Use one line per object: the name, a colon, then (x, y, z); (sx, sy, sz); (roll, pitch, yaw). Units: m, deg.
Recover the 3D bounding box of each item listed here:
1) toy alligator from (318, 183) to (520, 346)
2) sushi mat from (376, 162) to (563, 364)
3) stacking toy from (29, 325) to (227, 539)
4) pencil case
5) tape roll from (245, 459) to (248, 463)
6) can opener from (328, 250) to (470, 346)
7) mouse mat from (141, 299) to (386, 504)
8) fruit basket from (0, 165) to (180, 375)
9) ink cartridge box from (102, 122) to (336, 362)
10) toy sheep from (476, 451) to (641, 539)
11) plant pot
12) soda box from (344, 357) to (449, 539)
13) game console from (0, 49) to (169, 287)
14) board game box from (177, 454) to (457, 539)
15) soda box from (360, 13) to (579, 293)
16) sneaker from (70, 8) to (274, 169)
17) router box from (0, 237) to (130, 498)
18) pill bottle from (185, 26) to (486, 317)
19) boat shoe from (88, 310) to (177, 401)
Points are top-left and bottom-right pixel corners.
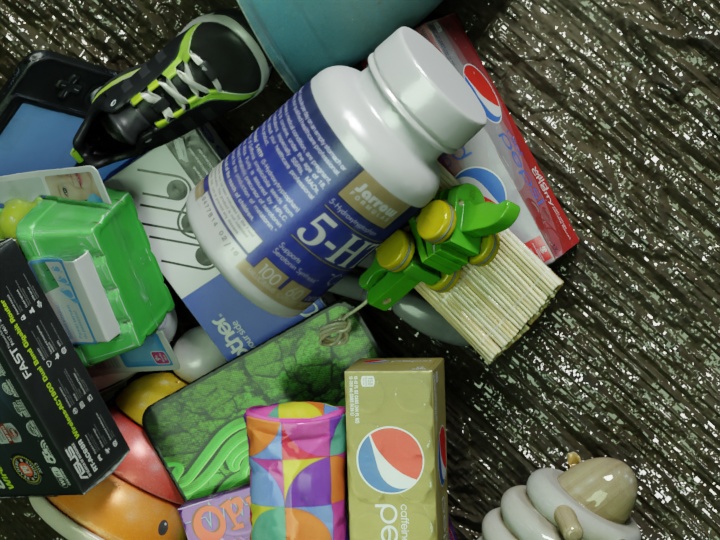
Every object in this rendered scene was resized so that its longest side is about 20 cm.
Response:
toy alligator: (0.036, -0.013, 1.373); (0.200, 0.059, 0.054); (-35, 47, 34)
sushi mat: (0.053, -0.027, 1.396); (0.200, 0.012, 0.096); (45, 123, 11)
stacking toy: (-0.166, 0.134, 1.535); (0.146, 0.146, 0.201); (30, 95, 12)
pencil case: (-0.045, 0.196, 1.403); (0.088, 0.088, 0.201); (2, 97, 20)
tape roll: (-0.037, 0.230, 1.517); (0.200, 0.048, 0.201); (4, 103, 16)
can opener: (0.000, 0.000, 1.437); (0.199, 0.067, 0.053); (19, 107, -9)
mouse mat: (-0.054, 0.135, 1.468); (0.200, 0.008, 0.161); (-30, 91, 12)
fruit basket: (-0.255, 0.010, 1.468); (0.199, 0.094, 0.186); (-7, 118, 23)
ink cartridge box: (-0.106, -0.016, 1.481); (0.094, 0.044, 0.200); (-33, 102, 13)
toy sheep: (0.143, 0.225, 1.423); (0.138, 0.138, 0.200); (36, 102, 9)
plant pot: (-0.001, -0.253, 1.352); (0.187, 0.200, 0.201); (-25, 92, 8)
soda box: (0.029, 0.167, 1.395); (0.067, 0.064, 0.201); (-1, 96, 10)
game console: (-0.228, -0.053, 1.514); (0.200, 0.176, 0.117); (-51, 54, 21)
board game box: (-0.029, 0.208, 1.457); (0.199, 0.032, 0.121); (-19, 90, 12)
soda box: (0.083, -0.087, 1.411); (0.063, 0.070, 0.201); (-28, 91, 25)
sneaker: (-0.141, -0.120, 1.383); (0.072, 0.083, 0.200); (48, 137, -15)
router box: (-0.286, 0.079, 1.452); (0.149, 0.062, 0.201); (-8, 116, 42)
pill bottle: (-0.014, -0.072, 1.325); (0.200, 0.120, 0.120); (-41, 86, 18)
boat shoe: (-0.228, 0.080, 1.558); (0.200, 0.062, 0.072); (-29, 61, 19)
